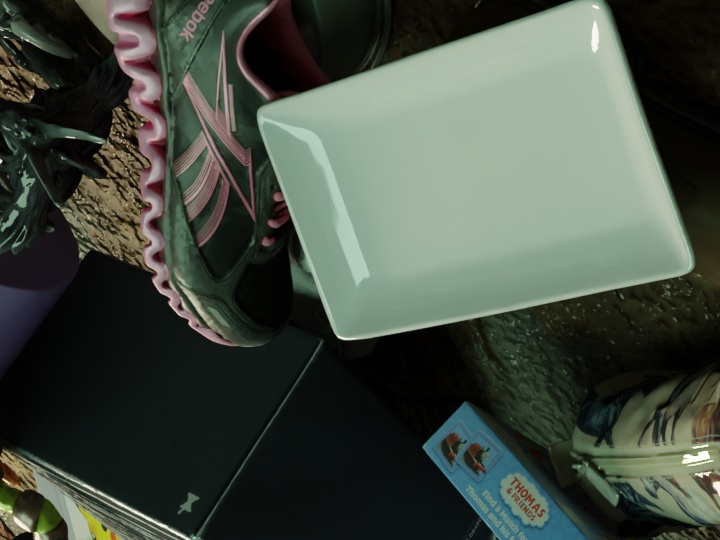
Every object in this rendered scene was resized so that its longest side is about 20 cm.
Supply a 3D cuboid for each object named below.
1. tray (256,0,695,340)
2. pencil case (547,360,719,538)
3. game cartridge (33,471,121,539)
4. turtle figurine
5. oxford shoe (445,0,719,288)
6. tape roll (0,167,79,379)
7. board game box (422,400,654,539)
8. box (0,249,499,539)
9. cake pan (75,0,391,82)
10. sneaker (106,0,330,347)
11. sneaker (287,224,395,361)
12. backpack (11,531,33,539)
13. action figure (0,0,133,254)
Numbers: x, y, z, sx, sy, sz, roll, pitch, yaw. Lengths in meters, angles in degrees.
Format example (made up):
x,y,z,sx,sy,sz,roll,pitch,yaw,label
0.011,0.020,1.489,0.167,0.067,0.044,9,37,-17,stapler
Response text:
x,y,z,sx,sy,sz,roll,pitch,yaw,label
0.044,-0.037,0.892,0.199,0.022,0.108,-13,101,47,tray
0.154,0.073,0.949,0.078,0.089,0.200,66,164,1,pencil case
-0.152,0.154,1.444,0.199,0.040,0.135,-12,91,59,game cartridge
-0.201,0.107,1.126,0.199,0.065,0.161,27,175,1,turtle figurine
0.111,-0.030,0.918,0.199,0.085,0.073,37,148,5,oxford shoe
-0.246,-0.025,1.142,0.200,0.200,0.085,40,107,3,tape roll
0.129,0.155,1.043,0.200,0.037,0.151,47,-171,37,board game box
-0.059,0.107,1.181,0.199,0.124,0.198,19,161,45,box
-0.076,-0.148,1.028,0.199,0.037,0.201,29,148,21,cake pan
-0.047,-0.053,0.990,0.095,0.079,0.202,4,121,25,sneaker
0.000,0.000,1.106,0.199,0.075,0.116,15,146,54,sneaker
-0.207,0.274,1.628,0.163,0.154,0.201,34,129,2,backpack
-0.168,-0.075,1.087,0.101,0.120,0.200,26,-176,-13,action figure
